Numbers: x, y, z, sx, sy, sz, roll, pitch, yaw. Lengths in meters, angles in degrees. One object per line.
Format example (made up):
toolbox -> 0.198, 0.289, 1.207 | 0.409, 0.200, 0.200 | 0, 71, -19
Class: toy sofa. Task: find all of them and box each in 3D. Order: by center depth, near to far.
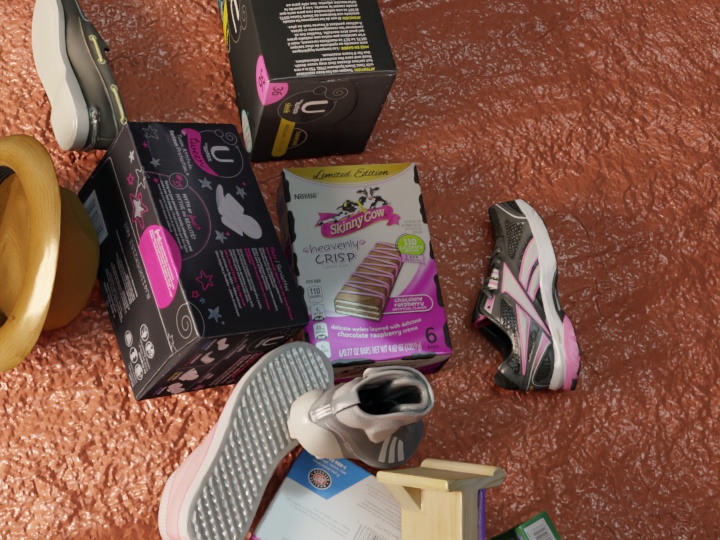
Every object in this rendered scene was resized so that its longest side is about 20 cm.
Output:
toy sofa -> 0.075, 0.253, 0.777 | 0.097, 0.083, 0.201 | 4, 84, -39

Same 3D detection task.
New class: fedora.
fedora -> -0.281, -0.013, 0.839 | 0.082, 0.200, 0.201 | 8, 59, -49

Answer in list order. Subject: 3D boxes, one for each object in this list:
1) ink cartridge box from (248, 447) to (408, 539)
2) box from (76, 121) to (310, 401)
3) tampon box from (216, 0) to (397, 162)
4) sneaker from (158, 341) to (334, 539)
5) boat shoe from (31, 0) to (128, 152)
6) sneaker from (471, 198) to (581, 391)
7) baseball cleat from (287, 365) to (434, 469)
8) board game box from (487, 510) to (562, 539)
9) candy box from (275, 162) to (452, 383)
ink cartridge box -> -0.046, 0.256, 0.802 | 0.116, 0.067, 0.200 | 31, 63, 2
box -> -0.149, -0.009, 0.850 | 0.114, 0.132, 0.201 | -5, 65, -41
tampon box -> -0.061, -0.232, 0.969 | 0.126, 0.150, 0.201 | -7, 68, -16
sneaker -> -0.102, 0.149, 0.819 | 0.075, 0.105, 0.200 | 38, 57, -12
boat shoe -> -0.273, -0.198, 0.955 | 0.060, 0.072, 0.202 | 0, 57, -36
sneaker -> 0.146, 0.023, 0.946 | 0.086, 0.080, 0.201 | -9, 63, -5
baseball cleat -> 0.027, 0.121, 0.804 | 0.106, 0.200, 0.070 | -24, 74, 24
board game box -> 0.167, 0.301, 0.793 | 0.029, 0.135, 0.200 | -23, 73, -21
candy box -> 0.000, 0.000, 0.930 | 0.136, 0.061, 0.201 | -5, 67, -14
